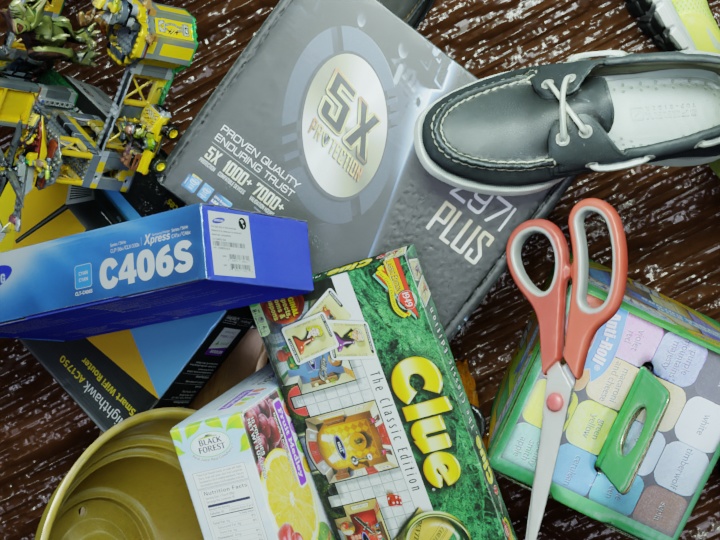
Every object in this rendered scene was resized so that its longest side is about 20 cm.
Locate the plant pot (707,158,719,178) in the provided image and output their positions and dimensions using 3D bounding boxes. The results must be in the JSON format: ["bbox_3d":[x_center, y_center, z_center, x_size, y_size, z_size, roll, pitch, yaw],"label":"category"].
[{"bbox_3d":[0.298,-0.125,0.933,0.187,0.187,0.200,38,116,0],"label":"plant pot"}]

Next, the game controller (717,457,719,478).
[{"bbox_3d":[0.319,0.078,1.012,0.104,0.042,0.201,34,100,1],"label":"game controller"}]

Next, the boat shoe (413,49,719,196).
[{"bbox_3d":[0.129,-0.089,0.871,0.199,0.060,0.076,-11,79,-14],"label":"boat shoe"}]

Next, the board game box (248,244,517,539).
[{"bbox_3d":[0.016,0.094,0.911,0.104,0.023,0.201,-17,99,19],"label":"board game box"}]

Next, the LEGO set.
[{"bbox_3d":[-0.198,-0.132,0.924,0.200,0.115,0.154,52,123,36],"label":"LEGO set"}]

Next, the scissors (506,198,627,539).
[{"bbox_3d":[0.116,0.061,0.872,0.073,0.014,0.202,-6,81,30],"label":"scissors"}]

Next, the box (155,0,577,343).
[{"bbox_3d":[0.007,-0.062,0.948,0.200,0.086,0.164,38,97,-1],"label":"box"}]

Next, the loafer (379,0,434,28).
[{"bbox_3d":[0.028,-0.211,0.990,0.073,0.072,0.201,30,100,0],"label":"loafer"}]

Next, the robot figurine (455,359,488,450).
[{"bbox_3d":[0.058,0.161,1.005,0.058,0.145,0.202,-7,88,13],"label":"robot figurine"}]

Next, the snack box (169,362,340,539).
[{"bbox_3d":[-0.036,0.132,0.973,0.053,0.200,0.143,-14,96,20],"label":"snack box"}]

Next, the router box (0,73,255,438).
[{"bbox_3d":[-0.161,-0.006,1.013,0.200,0.051,0.149,42,101,23],"label":"router box"}]

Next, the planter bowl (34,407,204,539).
[{"bbox_3d":[-0.140,0.186,0.962,0.083,0.200,0.202,-7,98,42],"label":"planter bowl"}]

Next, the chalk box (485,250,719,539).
[{"bbox_3d":[0.153,0.077,0.948,0.123,0.200,0.125,25,98,3],"label":"chalk box"}]

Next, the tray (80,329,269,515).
[{"bbox_3d":[-0.123,0.108,1.065,0.098,0.037,0.201,15,98,4],"label":"tray"}]

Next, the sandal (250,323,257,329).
[{"bbox_3d":[0.000,0.000,1.016,0.199,0.045,0.076,-11,87,-8],"label":"sandal"}]

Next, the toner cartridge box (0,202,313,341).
[{"bbox_3d":[-0.134,0.005,0.899,0.199,0.095,0.044,-12,78,34],"label":"toner cartridge box"}]

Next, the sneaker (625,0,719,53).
[{"bbox_3d":[0.191,-0.220,0.971,0.090,0.078,0.201,-24,96,2],"label":"sneaker"}]
